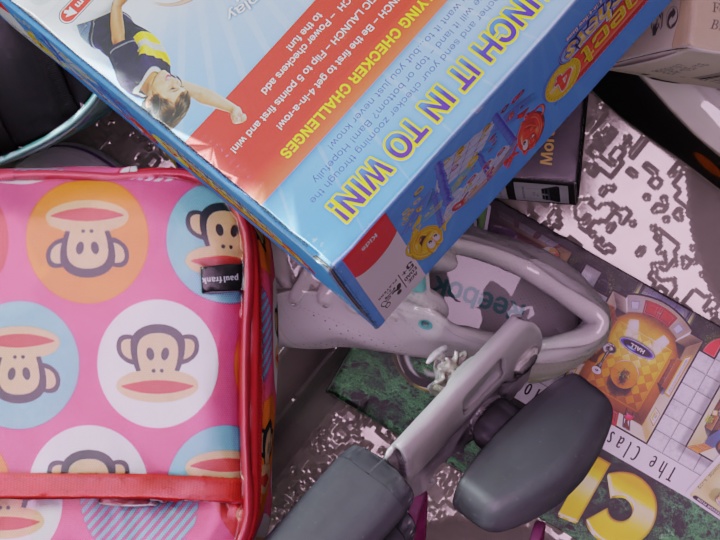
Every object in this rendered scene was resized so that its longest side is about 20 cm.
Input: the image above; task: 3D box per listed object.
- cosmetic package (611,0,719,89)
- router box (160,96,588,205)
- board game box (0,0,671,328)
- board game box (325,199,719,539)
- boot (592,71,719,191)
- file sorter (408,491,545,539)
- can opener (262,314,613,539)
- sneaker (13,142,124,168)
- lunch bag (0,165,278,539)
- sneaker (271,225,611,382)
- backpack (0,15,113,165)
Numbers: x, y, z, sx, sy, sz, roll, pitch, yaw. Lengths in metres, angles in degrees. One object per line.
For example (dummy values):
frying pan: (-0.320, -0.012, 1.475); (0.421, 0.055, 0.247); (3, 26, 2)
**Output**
cosmetic package: (0.152, -0.167, 1.006); (0.103, 0.073, 0.201); (6, 86, -23)
router box: (0.014, -0.132, 1.039); (0.156, 0.052, 0.201); (4, 82, 6)
board game box: (-0.004, -0.117, 0.950); (0.196, 0.056, 0.200); (40, 83, 27)
board game box: (0.097, 0.054, 1.110); (0.199, 0.023, 0.105); (29, 94, 6)
boot: (0.169, -0.106, 1.087); (0.200, 0.072, 0.144); (39, 83, 8)
file sorter: (0.096, 0.177, 1.040); (0.199, 0.139, 0.126); (14, 65, 7)
can opener: (0.008, 0.093, 0.981); (0.066, 0.053, 0.200); (39, 69, 24)
sneaker: (-0.093, 0.040, 1.085); (0.072, 0.114, 0.201); (-24, 86, 7)
lunch bag: (-0.129, 0.052, 0.995); (0.199, 0.082, 0.177); (-1, 88, 5)
sneaker: (0.000, 0.000, 1.045); (0.199, 0.088, 0.076); (8, 89, -8)
backpack: (-0.166, -0.134, 1.072); (0.175, 0.153, 0.201); (-16, 89, 5)
